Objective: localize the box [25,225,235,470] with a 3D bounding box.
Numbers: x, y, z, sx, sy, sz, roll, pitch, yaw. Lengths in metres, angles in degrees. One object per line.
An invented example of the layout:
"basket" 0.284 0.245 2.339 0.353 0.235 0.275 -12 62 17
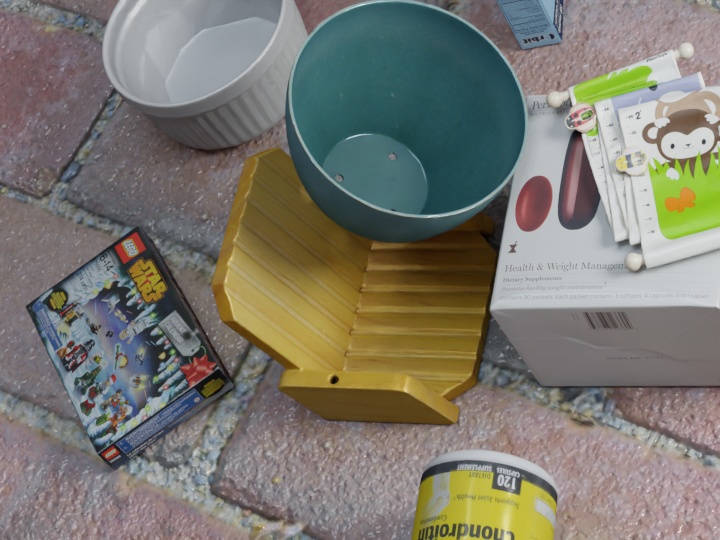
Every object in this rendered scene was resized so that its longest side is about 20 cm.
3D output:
"box" -0.217 0.069 1.774 0.136 0.040 0.201 -35 52 0

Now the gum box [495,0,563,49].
"gum box" 0.140 -0.332 1.753 0.044 0.200 0.171 -8 57 21

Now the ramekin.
"ramekin" -0.144 -0.214 1.873 0.198 0.105 0.202 -11 56 18

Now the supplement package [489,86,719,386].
"supplement package" 0.227 -0.025 1.557 0.189 0.147 0.202 -1 61 24

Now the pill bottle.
"pill bottle" 0.089 0.250 1.475 0.111 0.112 0.202 -3 59 23

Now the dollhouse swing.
"dollhouse swing" 0.000 0.000 1.631 0.180 0.176 0.202 0 60 25

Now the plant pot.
"plant pot" 0.025 -0.104 1.583 0.198 0.135 0.202 6 64 -11

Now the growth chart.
"growth chart" 0.241 -0.090 1.487 0.144 0.018 0.201 -24 55 8
